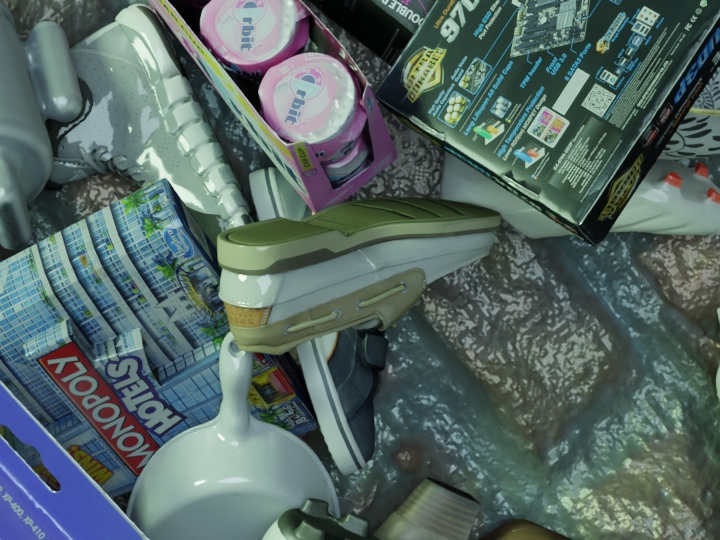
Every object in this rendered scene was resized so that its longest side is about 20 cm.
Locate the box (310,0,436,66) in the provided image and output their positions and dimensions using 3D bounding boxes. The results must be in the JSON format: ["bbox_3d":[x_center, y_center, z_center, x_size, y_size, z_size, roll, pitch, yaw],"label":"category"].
[{"bbox_3d":[-0.002,-0.251,1.140,0.199,0.124,0.149,38,84,-3],"label":"box"}]

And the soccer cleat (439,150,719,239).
[{"bbox_3d":[0.146,-0.051,1.175,0.198,0.070,0.078,14,118,-12],"label":"soccer cleat"}]

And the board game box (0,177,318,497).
[{"bbox_3d":[-0.155,0.067,1.095,0.198,0.200,0.062,-28,47,4],"label":"board game box"}]

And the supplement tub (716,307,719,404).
[{"bbox_3d":[0.305,0.109,1.132,0.143,0.145,0.202,-13,88,-5],"label":"supplement tub"}]

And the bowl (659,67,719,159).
[{"bbox_3d":[0.198,-0.134,1.147,0.198,0.095,0.202,5,47,-6],"label":"bowl"}]

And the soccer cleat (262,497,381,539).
[{"bbox_3d":[0.029,0.210,1.091,0.198,0.070,0.087,23,109,1],"label":"soccer cleat"}]

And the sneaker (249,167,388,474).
[{"bbox_3d":[-0.009,0.024,1.145,0.079,0.078,0.202,-15,86,0],"label":"sneaker"}]

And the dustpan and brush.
[{"bbox_3d":[-0.076,0.117,1.103,0.138,0.201,0.058,0,51,-6],"label":"dustpan and brush"}]

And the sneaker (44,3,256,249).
[{"bbox_3d":[-0.142,-0.059,1.149,0.115,0.075,0.201,-26,79,-1],"label":"sneaker"}]

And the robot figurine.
[{"bbox_3d":[-0.255,-0.103,1.099,0.168,0.113,0.202,-14,63,-11],"label":"robot figurine"}]

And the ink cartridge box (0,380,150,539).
[{"bbox_3d":[-0.238,0.153,1.075,0.198,0.043,0.200,46,129,0],"label":"ink cartridge box"}]

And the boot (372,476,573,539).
[{"bbox_3d":[0.078,0.229,1.152,0.198,0.070,0.147,25,91,-2],"label":"boot"}]

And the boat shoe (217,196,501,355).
[{"bbox_3d":[0.000,0.000,1.074,0.198,0.074,0.069,-10,108,-35],"label":"boat shoe"}]

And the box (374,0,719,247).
[{"bbox_3d":[0.125,-0.139,1.044,0.158,0.046,0.201,34,91,27],"label":"box"}]

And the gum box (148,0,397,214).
[{"bbox_3d":[-0.061,-0.133,1.101,0.066,0.114,0.200,-37,70,-4],"label":"gum box"}]
